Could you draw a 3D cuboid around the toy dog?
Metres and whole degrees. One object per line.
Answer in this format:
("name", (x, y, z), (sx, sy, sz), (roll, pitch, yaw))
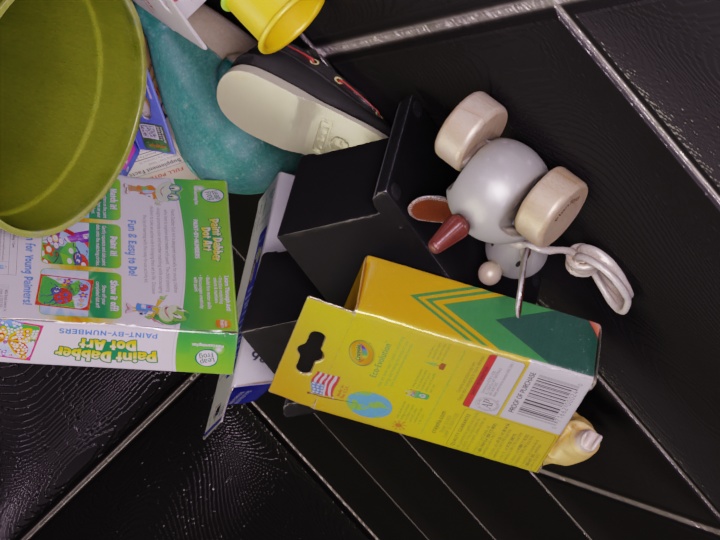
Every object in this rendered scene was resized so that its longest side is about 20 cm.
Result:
("toy dog", (0.084, -0.023, 1.489), (0.132, 0.096, 0.200), (39, 168, 37))

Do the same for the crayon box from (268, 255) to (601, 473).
("crayon box", (0.049, 0.061, 1.592), (0.199, 0.051, 0.127), (17, 143, -7))

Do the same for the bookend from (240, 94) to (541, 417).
("bookend", (-0.009, -0.004, 1.652), (0.199, 0.092, 0.199), (-13, 134, 30))

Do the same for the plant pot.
("plant pot", (-0.295, -0.144, 1.735), (0.192, 0.201, 0.201), (16, 155, 31))

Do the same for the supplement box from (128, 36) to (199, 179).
("supplement box", (-0.185, -0.167, 1.927), (0.073, 0.126, 0.200), (-15, 130, 30))

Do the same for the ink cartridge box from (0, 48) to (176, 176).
("ink cartridge box", (-0.253, -0.133, 1.864), (0.199, 0.042, 0.120), (7, 139, 19))

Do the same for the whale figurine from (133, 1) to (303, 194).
("whale figurine", (-0.122, -0.143, 1.845), (0.200, 0.104, 0.159), (46, 171, -14))

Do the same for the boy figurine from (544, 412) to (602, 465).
("boy figurine", (0.145, 0.105, 1.838), (0.124, 0.064, 0.200), (40, 169, 30))

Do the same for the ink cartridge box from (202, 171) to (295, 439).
("ink cartridge box", (-0.075, 0.032, 1.806), (0.039, 0.201, 0.099), (16, 166, -9))

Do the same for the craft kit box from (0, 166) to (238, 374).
("craft kit box", (-0.192, -0.003, 1.739), (0.200, 0.197, 0.049), (-98, 11, -54))

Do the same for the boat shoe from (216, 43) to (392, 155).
("boat shoe", (-0.005, -0.097, 1.689), (0.201, 0.063, 0.074), (33, 134, 4))

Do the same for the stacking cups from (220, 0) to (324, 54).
("stacking cups", (-0.113, -0.232, 1.581), (0.200, 0.060, 0.061), (44, 170, 12))

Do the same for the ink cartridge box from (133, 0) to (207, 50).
("ink cartridge box", (-0.167, -0.252, 1.705), (0.200, 0.068, 0.115), (38, 169, 40))
